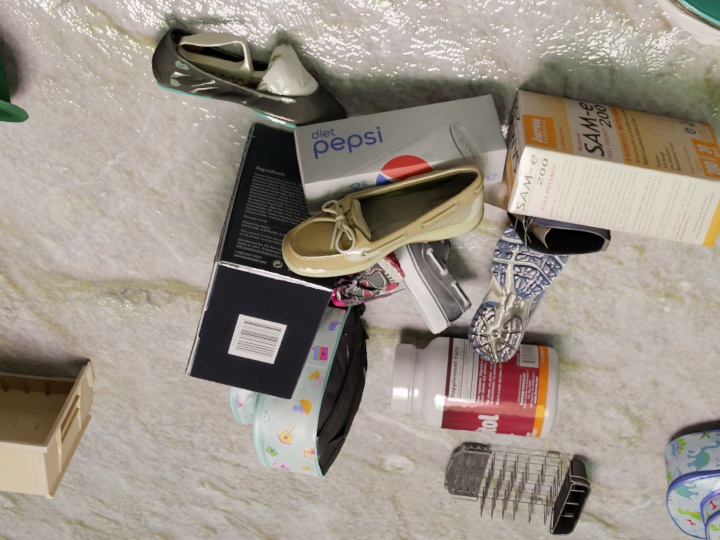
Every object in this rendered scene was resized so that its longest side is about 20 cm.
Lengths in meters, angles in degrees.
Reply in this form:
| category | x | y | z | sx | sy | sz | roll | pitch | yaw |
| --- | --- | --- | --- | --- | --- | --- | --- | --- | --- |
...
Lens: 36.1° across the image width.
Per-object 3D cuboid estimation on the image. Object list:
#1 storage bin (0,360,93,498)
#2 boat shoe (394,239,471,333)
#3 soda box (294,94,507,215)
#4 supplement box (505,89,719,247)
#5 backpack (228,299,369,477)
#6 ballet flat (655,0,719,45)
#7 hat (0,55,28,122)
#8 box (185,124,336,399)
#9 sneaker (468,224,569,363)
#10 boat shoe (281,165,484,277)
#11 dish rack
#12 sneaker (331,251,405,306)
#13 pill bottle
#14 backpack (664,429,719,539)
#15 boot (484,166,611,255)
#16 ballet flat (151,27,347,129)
| category | x | y | z | sx | sy | sz | roll | pitch | yaw |
| --- | --- | --- | --- | --- | --- | --- | --- | --- | --- |
| storage bin | -0.476 | 0.194 | 1.466 | 0.198 | 0.199 | 0.094 | 5 | 122 | 3 |
| boat shoe | 0.067 | -0.021 | 1.230 | 0.068 | 0.072 | 0.201 | -33 | 117 | -4 |
| soda box | 0.039 | -0.112 | 1.077 | 0.198 | 0.069 | 0.064 | -10 | 155 | -3 |
| supplement box | 0.241 | -0.100 | 1.054 | 0.198 | 0.126 | 0.074 | 9 | 124 | -2 |
| backpack | -0.073 | 0.139 | 1.313 | 0.152 | 0.201 | 0.176 | 4 | 151 | 5 |
| ballet flat | 0.333 | -0.219 | 0.966 | 0.198 | 0.070 | 0.070 | 13 | 139 | -6 |
| hat | -0.391 | -0.253 | 1.075 | 0.164 | 0.177 | 0.200 | 12 | 177 | -8 |
| box | -0.095 | -0.007 | 1.168 | 0.123 | 0.198 | 0.201 | 14 | 139 | -8 |
| sneaker | 0.182 | 0.003 | 1.237 | 0.077 | 0.085 | 0.201 | 31 | 118 | 10 |
| boat shoe | 0.021 | -0.051 | 1.037 | 0.199 | 0.074 | 0.063 | -13 | 150 | -3 |
| dish rack | 0.221 | 0.314 | 1.590 | 0.198 | 0.055 | 0.154 | 7 | 138 | 2 |
| sneaker | 0.000 | 0.000 | 1.186 | 0.074 | 0.081 | 0.200 | -30 | 166 | -6 |
| pill bottle | 0.140 | 0.142 | 1.364 | 0.198 | 0.113 | 0.113 | 5 | 139 | 4 |
| backpack | 0.503 | 0.291 | 1.449 | 0.199 | 0.148 | 0.183 | -9 | 134 | 23 |
| boot | 0.166 | -0.071 | 1.128 | 0.198 | 0.097 | 0.075 | 4 | 139 | 5 |
| ballet flat | -0.104 | -0.187 | 1.067 | 0.199 | 0.068 | 0.069 | 13 | 130 | -6 |
